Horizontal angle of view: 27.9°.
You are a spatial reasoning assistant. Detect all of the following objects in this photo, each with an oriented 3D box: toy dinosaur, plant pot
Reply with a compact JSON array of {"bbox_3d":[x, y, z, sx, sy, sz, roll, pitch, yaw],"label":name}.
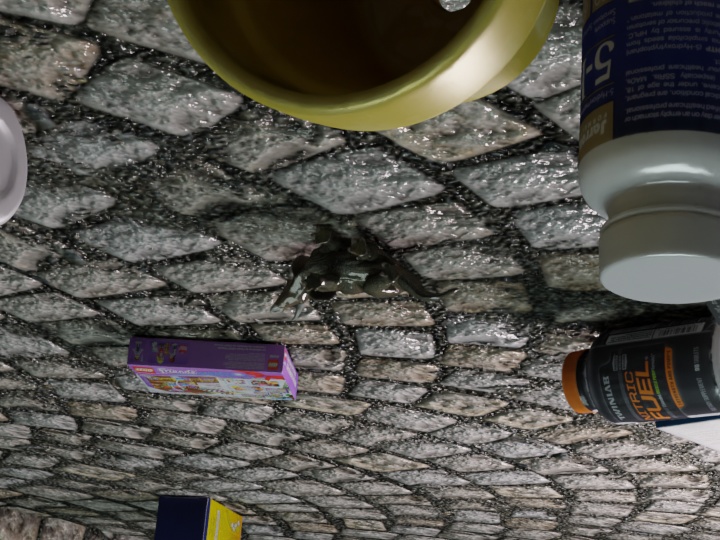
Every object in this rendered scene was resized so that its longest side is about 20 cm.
[{"bbox_3d":[0.000,0.000,1.428,0.198,0.078,0.102,-5,171,11],"label":"toy dinosaur"},{"bbox_3d":[0.022,-0.168,0.763,0.199,0.203,0.189,-4,175,23],"label":"plant pot"}]

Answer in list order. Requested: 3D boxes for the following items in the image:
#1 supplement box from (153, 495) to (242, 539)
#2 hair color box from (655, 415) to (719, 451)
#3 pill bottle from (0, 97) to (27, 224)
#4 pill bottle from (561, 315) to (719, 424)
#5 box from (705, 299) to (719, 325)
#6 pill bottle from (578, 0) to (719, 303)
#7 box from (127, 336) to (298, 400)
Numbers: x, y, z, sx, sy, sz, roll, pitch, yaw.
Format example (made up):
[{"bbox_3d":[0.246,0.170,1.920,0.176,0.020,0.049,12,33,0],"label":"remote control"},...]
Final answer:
[{"bbox_3d":[-0.324,0.526,2.909,0.108,0.111,0.200,-1,159,16],"label":"supplement box"},{"bbox_3d":[0.471,0.187,1.834,0.199,0.061,0.099,22,155,-39],"label":"hair color box"},{"bbox_3d":[-0.383,-0.086,1.184,0.198,0.113,0.112,-2,160,20],"label":"pill bottle"},{"bbox_3d":[0.321,0.112,1.590,0.199,0.107,0.106,-12,155,38],"label":"pill bottle"},{"bbox_3d":[0.352,-0.014,1.102,0.157,0.050,0.200,-32,-179,-1],"label":"box"},{"bbox_3d":[0.195,-0.089,0.904,0.118,0.202,0.120,4,160,1],"label":"pill bottle"},{"bbox_3d":[-0.185,0.126,1.847,0.198,0.040,0.137,3,161,5],"label":"box"}]
